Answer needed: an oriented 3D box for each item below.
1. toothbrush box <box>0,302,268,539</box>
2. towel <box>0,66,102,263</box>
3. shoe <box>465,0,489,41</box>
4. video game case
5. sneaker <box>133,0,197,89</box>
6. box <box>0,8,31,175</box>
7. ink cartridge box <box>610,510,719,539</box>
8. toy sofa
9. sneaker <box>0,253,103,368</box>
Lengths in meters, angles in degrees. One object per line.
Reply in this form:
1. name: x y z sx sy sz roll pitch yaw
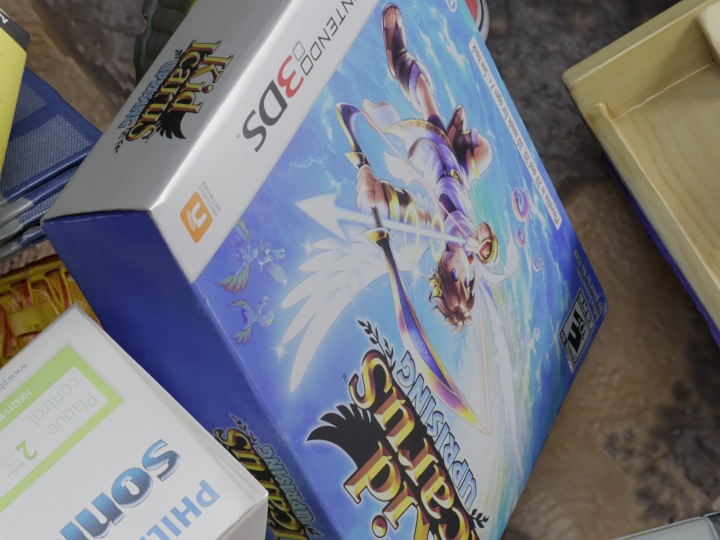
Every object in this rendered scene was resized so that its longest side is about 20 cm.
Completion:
1. toothbrush box: -0.108 0.118 0.817 0.086 0.200 0.146 44 73 12
2. towel: -0.191 -0.012 0.921 0.199 0.024 0.147 -31 37 -16
3. shoe: -0.038 -0.144 0.982 0.200 0.091 0.072 34 70 9
4. video game case: 0.000 0.000 0.855 0.045 0.201 0.182 -4 39 35
5. sneaker: -0.004 -0.119 0.924 0.084 0.074 0.201 30 96 -24
6. box: -0.151 -0.014 0.817 0.050 0.075 0.200 41 28 -26
7. ink cartridge box: 0.148 0.152 0.885 0.199 0.083 0.147 -13 71 -10
8. toy sofa: 0.151 -0.004 0.914 0.083 0.098 0.200 -31 43 4
9. sneaker: -0.111 0.030 0.917 0.199 0.077 0.073 -26 73 -14
